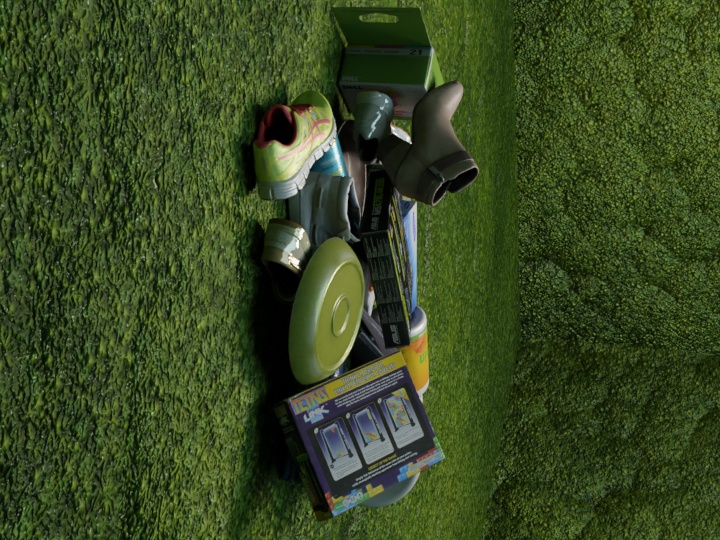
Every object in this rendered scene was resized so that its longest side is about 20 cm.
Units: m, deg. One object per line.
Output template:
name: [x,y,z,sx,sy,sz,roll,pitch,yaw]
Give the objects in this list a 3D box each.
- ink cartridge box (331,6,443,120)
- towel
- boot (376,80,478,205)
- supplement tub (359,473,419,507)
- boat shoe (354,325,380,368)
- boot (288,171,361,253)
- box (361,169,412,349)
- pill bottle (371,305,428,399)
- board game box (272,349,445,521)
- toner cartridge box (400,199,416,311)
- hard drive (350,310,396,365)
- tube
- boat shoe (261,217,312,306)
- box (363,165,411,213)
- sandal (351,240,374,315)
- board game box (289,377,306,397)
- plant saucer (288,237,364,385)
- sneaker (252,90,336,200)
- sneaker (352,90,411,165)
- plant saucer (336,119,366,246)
ink cartridge box: [0.037,-0.316,1.580,0.200,0.145,0.077,57,41,-64]
towel: [-0.061,0.204,1.495,0.113,0.048,0.202,104,3,-51]
boot: [0.123,-0.185,1.543,0.200,0.146,0.071,-43,147,-10]
supplement tub: [0.013,0.253,1.575,0.200,0.141,0.148,-106,-165,-72]
boat shoe: [0.008,0.195,1.787,0.071,0.072,0.204,2,104,-44]
boot: [-0.046,-0.040,1.443,0.074,0.094,0.204,-59,151,-57]
box: [0.044,-0.020,1.552,0.194,0.046,0.203,-79,161,-56]
pill bottle: [0.071,0.170,1.899,0.112,0.109,0.204,-61,151,-56]
board game box: [-0.001,0.223,1.409,0.197,0.057,0.168,-19,82,-31]
toner cartridge box: [0.067,-0.012,1.798,0.095,0.042,0.204,-53,146,-59]
hard drive: [0.015,0.113,1.600,0.135,0.042,0.200,48,6,-18]
tube: [-0.043,-0.124,1.470,0.050,0.076,0.203,43,-28,56]
boat shoe: [-0.090,0.011,1.367,0.067,0.073,0.201,-67,153,-27]
box: [0.046,-0.122,1.840,0.201,0.048,0.164,-63,152,-50]
sandal: [-0.001,0.006,1.692,0.080,0.058,0.209,-77,176,-49]
board game box: [-0.064,0.102,1.494,0.106,0.023,0.202,104,3,-47]
plant saucer: [-0.038,0.058,1.382,0.199,0.030,0.204,13,89,-69]
sneaker: [-0.085,-0.181,1.308,0.202,0.077,0.091,-72,152,-46]
sneaker: [0.028,-0.194,1.629,0.200,0.074,0.094,53,51,-56]
plant saucer: [-0.032,-0.132,1.592,0.200,0.031,0.205,4,90,-75]
